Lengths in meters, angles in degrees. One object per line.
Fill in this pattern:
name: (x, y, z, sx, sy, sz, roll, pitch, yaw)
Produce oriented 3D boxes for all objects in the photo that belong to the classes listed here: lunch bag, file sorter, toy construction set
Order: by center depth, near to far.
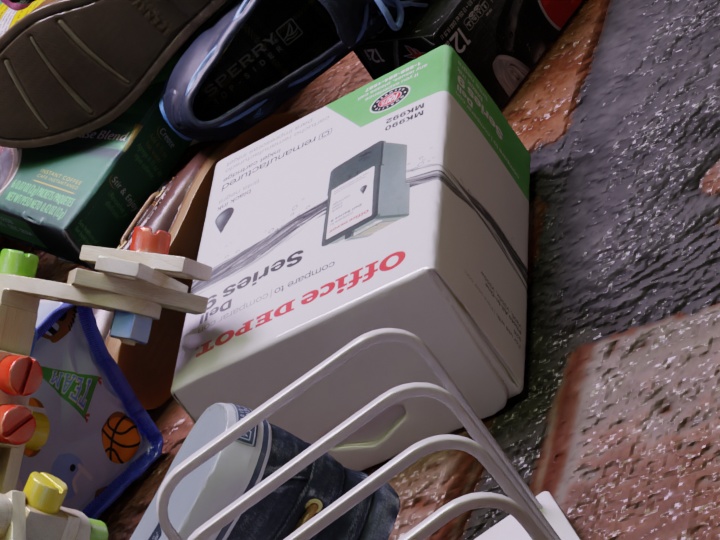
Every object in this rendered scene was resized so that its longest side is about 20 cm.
file sorter: (0.018, 0.133, 0.956, 0.139, 0.125, 0.200, -35, 27, 2)
toy construction set: (-0.149, 0.065, 1.157, 0.131, 0.092, 0.201, 2, 64, 53)
lunch bag: (-0.226, 0.109, 1.288, 0.170, 0.124, 0.200, -1, 35, 47)

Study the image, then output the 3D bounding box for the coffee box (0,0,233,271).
coffee box: (-0.139, -0.102, 1.440, 0.123, 0.044, 0.200, 19, 66, 39)

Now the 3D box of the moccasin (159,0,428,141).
moccasin: (-0.018, -0.135, 1.357, 0.200, 0.080, 0.068, -48, 12, 0)

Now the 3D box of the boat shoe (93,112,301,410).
boat shoe: (-0.098, -0.009, 1.384, 0.070, 0.070, 0.200, 1, 44, 44)

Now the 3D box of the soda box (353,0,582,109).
soda box: (0.084, -0.168, 1.436, 0.071, 0.063, 0.200, -1, 44, 48)

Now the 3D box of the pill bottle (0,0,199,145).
pill bottle: (-0.143, -0.125, 1.579, 0.200, 0.113, 0.113, -6, 39, 41)

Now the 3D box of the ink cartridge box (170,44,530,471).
ink cartridge box: (0.000, 0.000, 1.238, 0.146, 0.084, 0.200, -26, 28, 20)

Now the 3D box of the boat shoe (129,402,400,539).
boat shoe: (-0.066, 0.155, 1.091, 0.201, 0.091, 0.071, -57, 20, 20)

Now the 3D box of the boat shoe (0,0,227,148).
boat shoe: (-0.123, -0.136, 1.389, 0.200, 0.072, 0.068, -33, 14, 15)

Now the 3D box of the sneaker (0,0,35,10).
sneaker: (-0.161, -0.188, 1.430, 0.096, 0.079, 0.200, -62, 19, -16)
